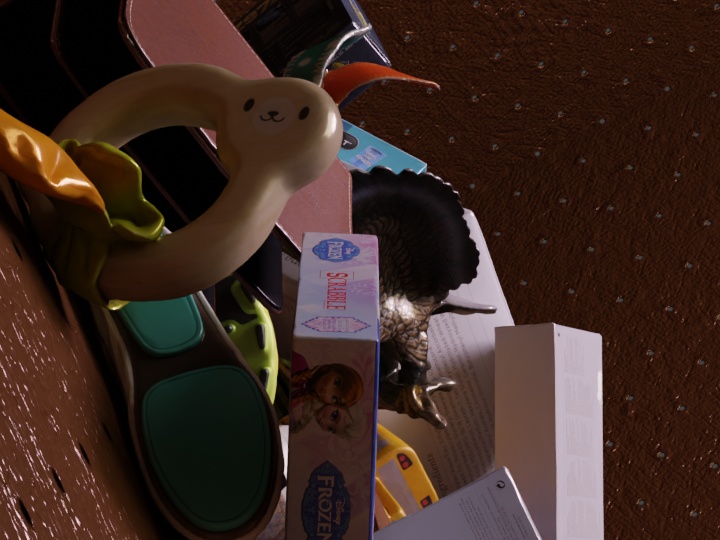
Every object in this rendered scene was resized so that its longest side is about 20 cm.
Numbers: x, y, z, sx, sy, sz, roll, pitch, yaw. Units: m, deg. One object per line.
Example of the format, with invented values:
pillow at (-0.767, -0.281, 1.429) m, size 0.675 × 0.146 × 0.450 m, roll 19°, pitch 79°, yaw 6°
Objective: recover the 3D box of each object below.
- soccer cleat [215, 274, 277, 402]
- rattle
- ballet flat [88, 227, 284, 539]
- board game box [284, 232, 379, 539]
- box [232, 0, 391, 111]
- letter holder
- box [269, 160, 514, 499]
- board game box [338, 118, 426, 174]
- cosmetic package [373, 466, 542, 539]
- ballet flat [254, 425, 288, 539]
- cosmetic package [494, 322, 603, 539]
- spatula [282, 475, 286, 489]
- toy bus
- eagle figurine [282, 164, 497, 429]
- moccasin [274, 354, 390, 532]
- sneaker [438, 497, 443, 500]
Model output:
soccer cleat at (-0.099, 0.005, 1.504) m, size 0.201 × 0.064 × 0.084 m, roll 64°, pitch -1°, yaw 14°
rattle at (-0.073, -0.084, 1.137) m, size 0.143 × 0.199 × 0.130 m, roll 63°, pitch 1°, yaw -36°
ballet flat at (-0.083, 0.060, 1.177) m, size 0.200 × 0.069 × 0.070 m, roll 64°, pitch 1°, yaw 36°
board game box at (-0.014, 0.101, 1.188) m, size 0.200 × 0.041 × 0.201 m, roll -90°, pitch -178°, yaw -75°
box at (-0.080, -0.123, 1.773) m, size 0.051 × 0.200 × 0.158 m, roll 48°, pitch 7°, yaw -26°
letter holder at (-0.098, -0.060, 1.307) m, size 0.200 × 0.100 × 0.142 m, roll 51°, pitch 18°, yaw -28°
box at (0.006, 0.047, 1.776) m, size 0.199 × 0.130 × 0.201 m, roll 24°, pitch -38°, yaw 54°
board game box at (-0.048, -0.060, 1.921) m, size 0.199 × 0.047 × 0.151 m, roll 30°, pitch -40°, yaw 21°
cosmetic package at (0.037, 0.188, 1.406) m, size 0.200 × 0.150 × 0.052 m, roll 60°, pitch 5°, yaw -68°
ballet flat at (-0.045, 0.116, 1.359) m, size 0.068 × 0.067 × 0.200 m, roll 64°, pitch 1°, yaw 18°
cosmetic package at (0.126, 0.140, 1.692) m, size 0.082 × 0.050 × 0.201 m, roll 16°, pitch 73°, yaw -62°
spatula at (-0.086, 0.071, 1.286) m, size 0.200 × 0.056 × 0.021 m, roll -133°, pitch -137°, yaw -68°
toy bus at (-0.013, 0.136, 1.619) m, size 0.200 × 0.078 × 0.065 m, roll 31°, pitch -29°, yaw 61°
eagle figurine at (-0.001, 0.003, 1.539) m, size 0.151 × 0.151 × 0.201 m, roll -100°, pitch 172°, yaw -67°
moccasin at (-0.043, 0.105, 1.504) m, size 0.202 × 0.073 × 0.078 m, roll 63°, pitch 0°, yaw 31°
sneaker at (0.068, 0.188, 1.627) m, size 0.079 × 0.096 × 0.200 m, roll 26°, pitch 3°, yaw -7°
